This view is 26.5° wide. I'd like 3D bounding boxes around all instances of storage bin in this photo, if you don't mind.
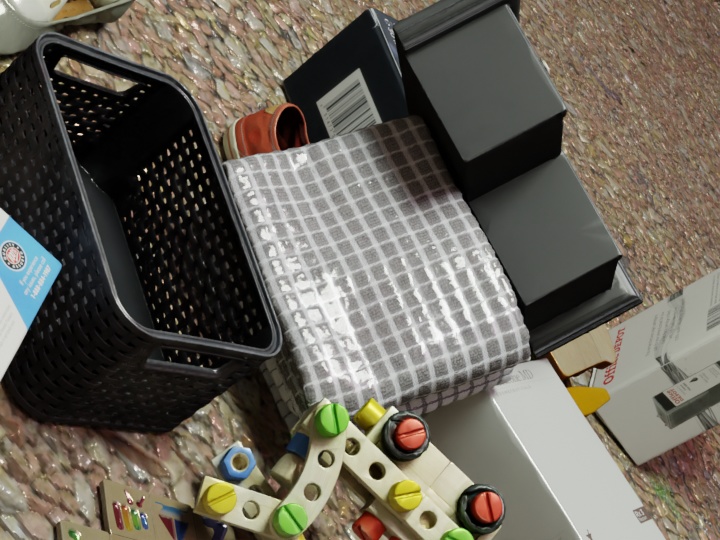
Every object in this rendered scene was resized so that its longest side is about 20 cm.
[{"bbox_3d":[-0.144,-0.020,0.879,0.135,0.094,0.201,14,46,-52],"label":"storage bin"}]

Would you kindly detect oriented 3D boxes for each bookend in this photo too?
[{"bbox_3d":[0.111,-0.067,1.039,0.200,0.092,0.200,62,-2,17],"label":"bookend"}]

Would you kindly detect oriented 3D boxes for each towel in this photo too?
[{"bbox_3d":[0.000,0.000,1.003,0.164,0.086,0.201,-19,71,-18],"label":"towel"}]

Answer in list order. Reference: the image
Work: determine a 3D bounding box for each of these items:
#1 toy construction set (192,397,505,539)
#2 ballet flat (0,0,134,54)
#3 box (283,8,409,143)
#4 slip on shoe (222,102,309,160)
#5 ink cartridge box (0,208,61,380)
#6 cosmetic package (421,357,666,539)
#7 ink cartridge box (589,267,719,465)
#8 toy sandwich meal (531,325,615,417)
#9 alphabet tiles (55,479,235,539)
[{"bbox_3d":[0.006,0.155,0.894,0.131,0.092,0.200,-47,107,-23],"label":"toy construction set"},{"bbox_3d":[-0.204,-0.191,1.007,0.068,0.064,0.200,54,27,-1],"label":"ballet flat"},{"bbox_3d":[0.054,-0.105,1.282,0.199,0.107,0.149,15,46,-53],"label":"box"},{"bbox_3d":[-0.037,-0.033,1.104,0.074,0.061,0.201,9,53,-57],"label":"slip on shoe"},{"bbox_3d":[-0.251,-0.022,0.732,0.200,0.068,0.116,45,29,-19],"label":"ink cartridge box"},{"bbox_3d":[0.131,0.166,1.063,0.113,0.081,0.201,-7,61,-57],"label":"cosmetic package"},{"bbox_3d":[0.319,0.074,1.410,0.083,0.199,0.147,52,27,-12],"label":"ink cartridge box"},{"bbox_3d":[0.140,0.057,1.276,0.205,0.070,0.206,39,31,-29],"label":"toy sandwich meal"},{"bbox_3d":[-0.088,0.209,0.804,0.166,0.006,0.201,27,38,-44],"label":"alphabet tiles"}]
